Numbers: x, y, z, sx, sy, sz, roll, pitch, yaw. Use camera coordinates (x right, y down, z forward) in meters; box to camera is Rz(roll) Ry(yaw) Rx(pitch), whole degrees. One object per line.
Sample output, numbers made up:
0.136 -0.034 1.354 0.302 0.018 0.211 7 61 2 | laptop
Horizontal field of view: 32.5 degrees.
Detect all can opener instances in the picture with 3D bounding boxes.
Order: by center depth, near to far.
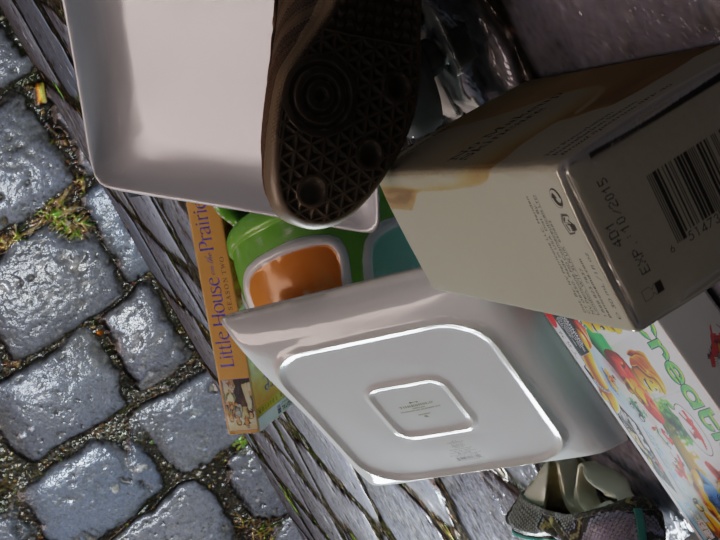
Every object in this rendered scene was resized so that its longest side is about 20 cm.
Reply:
0.057 -0.065 0.693 0.200 0.066 0.053 59 166 -26 | can opener

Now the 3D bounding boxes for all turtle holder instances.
-0.011 0.003 0.863 0.186 0.140 0.132 53 -161 -78 | turtle holder

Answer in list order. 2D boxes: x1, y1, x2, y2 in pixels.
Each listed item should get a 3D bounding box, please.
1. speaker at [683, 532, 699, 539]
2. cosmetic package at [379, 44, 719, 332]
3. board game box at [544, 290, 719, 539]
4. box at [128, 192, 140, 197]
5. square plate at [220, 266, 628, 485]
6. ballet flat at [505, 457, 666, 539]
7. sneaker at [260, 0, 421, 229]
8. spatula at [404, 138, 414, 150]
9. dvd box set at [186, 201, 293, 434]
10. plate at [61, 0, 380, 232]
0.153 0.241 0.735 0.081 0.200 0.081 53 166 19 | speaker
0.092 -0.038 0.534 0.071 0.105 0.200 62 165 -12 | cosmetic package
0.178 0.080 0.640 0.200 0.035 0.126 56 166 7 | board game box
-0.183 -0.186 0.994 0.199 0.049 0.201 111 150 -73 | box
0.042 0.077 0.781 0.198 0.199 0.029 52 -143 -37 | square plate
0.158 0.167 0.878 0.072 0.072 0.200 59 166 -7 | ballet flat
-0.011 -0.117 0.608 0.070 0.201 0.075 17 174 -25 | sneaker
0.021 -0.079 0.733 0.057 0.020 0.201 82 170 -50 | spatula
-0.079 0.006 0.935 0.146 0.029 0.201 -32 -66 -70 | dvd box set
-0.080 -0.126 0.736 0.199 0.032 0.200 10 128 16 | plate
